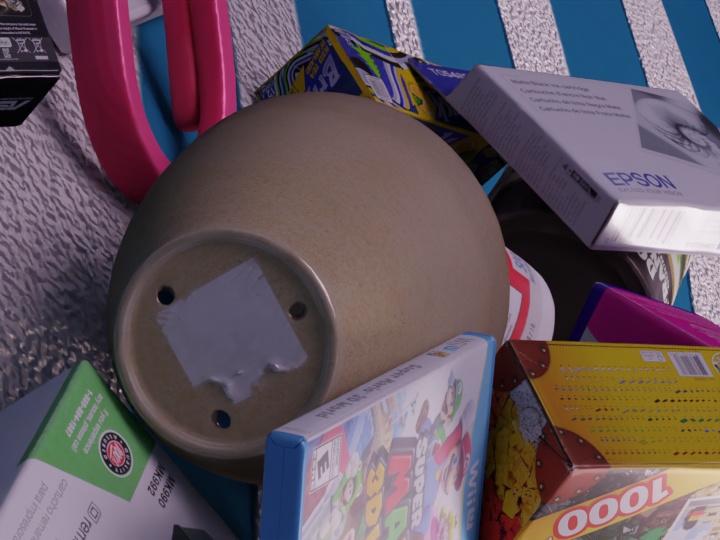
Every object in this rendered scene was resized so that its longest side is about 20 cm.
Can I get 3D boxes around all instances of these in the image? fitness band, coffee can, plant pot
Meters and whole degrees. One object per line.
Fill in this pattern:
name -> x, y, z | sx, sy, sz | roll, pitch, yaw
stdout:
fitness band -> -0.111, -0.133, 1.130 | 0.144, 0.037, 0.202 | 1, 82, -72
coffee can -> 0.133, 0.001, 1.372 | 0.147, 0.146, 0.200 | 55, 24, -8
plant pot -> -0.037, 0.017, 0.930 | 0.188, 0.187, 0.200 | 59, 11, 1

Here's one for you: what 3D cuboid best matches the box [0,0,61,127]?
box -> -0.237, -0.134, 0.864 | 0.199, 0.049, 0.162 | -7, 67, -39

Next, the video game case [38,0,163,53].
video game case -> -0.168, -0.221, 1.207 | 0.183, 0.023, 0.200 | 57, 25, -4

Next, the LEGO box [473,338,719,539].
LEGO box -> 0.125, 0.111, 1.020 | 0.199, 0.149, 0.077 | 3, 45, -34

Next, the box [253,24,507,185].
box -> 0.022, -0.094, 1.355 | 0.200, 0.070, 0.065 | 12, 43, -58

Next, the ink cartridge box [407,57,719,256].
ink cartridge box -> 0.157, -0.083, 1.332 | 0.199, 0.041, 0.200 | 2, 35, -44

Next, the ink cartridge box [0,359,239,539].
ink cartridge box -> -0.093, 0.160, 0.833 | 0.200, 0.084, 0.146 | 51, 26, -17

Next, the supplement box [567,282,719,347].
supplement box -> 0.205, 0.098, 1.177 | 0.103, 0.102, 0.200 | 17, 12, -42

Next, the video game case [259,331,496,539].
video game case -> 0.008, 0.113, 0.855 | 0.200, 0.018, 0.144 | -22, 118, -65

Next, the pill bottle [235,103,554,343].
pill bottle -> 0.000, 0.000, 1.117 | 0.200, 0.112, 0.113 | 35, 33, -32
